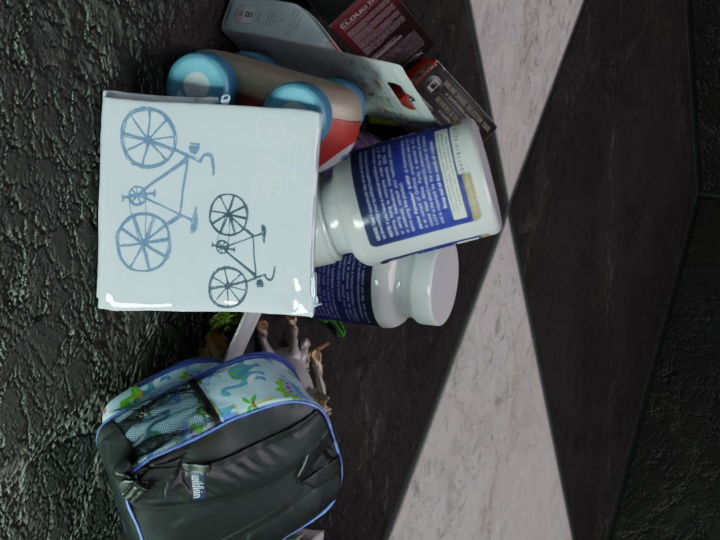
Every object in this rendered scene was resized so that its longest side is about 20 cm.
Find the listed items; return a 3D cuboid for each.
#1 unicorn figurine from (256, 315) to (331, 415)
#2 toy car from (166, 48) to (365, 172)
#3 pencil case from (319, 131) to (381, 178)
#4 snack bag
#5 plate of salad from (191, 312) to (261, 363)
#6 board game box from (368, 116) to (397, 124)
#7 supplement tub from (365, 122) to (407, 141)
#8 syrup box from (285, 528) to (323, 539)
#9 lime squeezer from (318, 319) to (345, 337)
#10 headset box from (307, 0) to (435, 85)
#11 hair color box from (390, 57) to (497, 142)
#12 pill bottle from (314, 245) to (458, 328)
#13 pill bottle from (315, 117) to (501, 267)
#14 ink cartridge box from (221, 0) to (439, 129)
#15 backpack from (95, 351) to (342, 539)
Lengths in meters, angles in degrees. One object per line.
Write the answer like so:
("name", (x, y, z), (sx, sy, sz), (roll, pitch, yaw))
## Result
("unicorn figurine", (-0.070, 0.111, 1.570), (0.201, 0.073, 0.138), (-97, 180, -45))
("toy car", (-0.101, -0.094, 1.360), (0.184, 0.175, 0.202), (-39, 145, -75))
("pencil case", (-0.034, -0.128, 1.595), (0.085, 0.085, 0.200), (66, 18, 8))
("snack bag", (-0.129, -0.057, 1.252), (0.021, 0.197, 0.191), (-99, -169, -82))
("plate of salad", (-0.119, 0.031, 1.426), (0.200, 0.048, 0.202), (-156, -91, -87))
("board game box", (0.051, -0.115, 1.857), (0.102, 0.047, 0.202), (-37, 130, -61))
("supplement tub", (0.032, -0.075, 1.749), (0.107, 0.106, 0.203), (-7, 103, -67))
("syrup box", (-0.095, 0.387, 1.599), (0.081, 0.078, 0.203), (-19, 115, -74))
("lime squeezer", (-0.016, 0.047, 1.681), (0.038, 0.070, 0.200), (-59, -169, -25))
("headset box", (-0.017, -0.296, 1.493), (0.077, 0.149, 0.200), (-40, 158, 9))
("hair color box", (0.074, -0.182, 1.603), (0.061, 0.102, 0.200), (-45, -165, -1))
("pill bottle", (0.000, 0.000, 1.566), (0.116, 0.198, 0.117), (7, 90, -67))
("pill bottle", (0.034, -0.071, 1.455), (0.120, 0.198, 0.121), (-14, 90, -82))
("ink cartridge box", (-0.021, -0.208, 1.452), (0.163, 0.198, 0.058), (44, 59, -63))
("backpack", (-0.128, 0.167, 1.304), (0.198, 0.147, 0.184), (-24, 131, -15))
